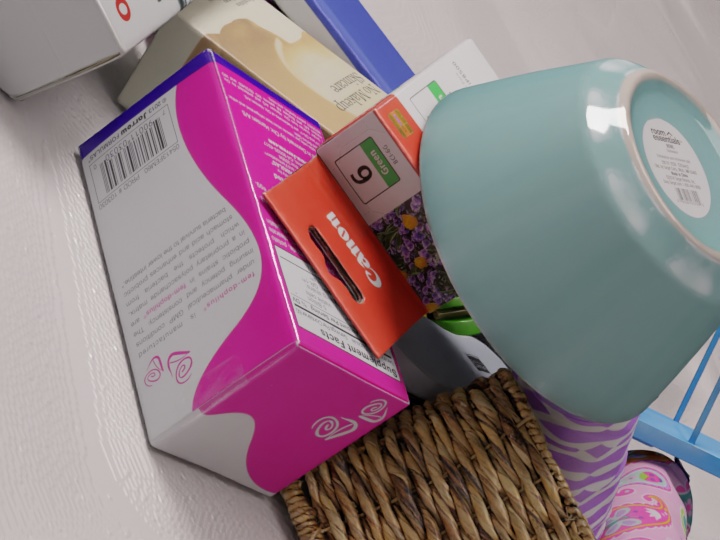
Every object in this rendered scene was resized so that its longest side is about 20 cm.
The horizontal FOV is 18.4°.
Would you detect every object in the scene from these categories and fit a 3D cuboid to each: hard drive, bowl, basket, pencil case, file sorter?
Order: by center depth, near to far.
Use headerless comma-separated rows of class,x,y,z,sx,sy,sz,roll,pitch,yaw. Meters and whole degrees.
bowl,0.136,-0.031,1.171,0.201,0.105,0.201,33,42,-35
basket,0.052,0.180,1.216,0.143,0.149,0.200,94,-29,-69
pencil case,0.123,0.099,1.319,0.084,0.200,0.085,36,58,17
hard drive,-0.003,-0.140,1.407,0.200,0.025,0.132,53,13,-7
pencil case,0.176,0.190,1.432,0.088,0.087,0.200,52,20,-10
file sorter,0.284,0.089,1.529,0.200,0.123,0.139,25,4,2

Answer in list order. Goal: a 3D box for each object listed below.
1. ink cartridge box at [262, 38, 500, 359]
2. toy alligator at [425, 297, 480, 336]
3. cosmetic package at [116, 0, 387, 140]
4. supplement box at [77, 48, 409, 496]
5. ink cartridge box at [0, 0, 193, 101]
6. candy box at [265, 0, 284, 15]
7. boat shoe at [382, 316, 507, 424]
ink cartridge box,0.036,-0.043,1.189,0.109,0.050,0.200,55,33,-4
toy alligator,0.044,-0.019,1.435,0.059,0.054,0.201,-7,78,-34
cosmetic package,-0.031,-0.078,1.305,0.200,0.071,0.105,37,26,5
supplement box,-0.064,0.001,1.171,0.103,0.101,0.200,31,33,-46
ink cartridge box,-0.151,-0.201,1.226,0.147,0.083,0.200,62,31,-15
candy box,-0.084,-0.199,1.463,0.136,0.061,0.200,39,25,-42
boat shoe,0.036,0.071,1.321,0.074,0.068,0.199,51,10,13
